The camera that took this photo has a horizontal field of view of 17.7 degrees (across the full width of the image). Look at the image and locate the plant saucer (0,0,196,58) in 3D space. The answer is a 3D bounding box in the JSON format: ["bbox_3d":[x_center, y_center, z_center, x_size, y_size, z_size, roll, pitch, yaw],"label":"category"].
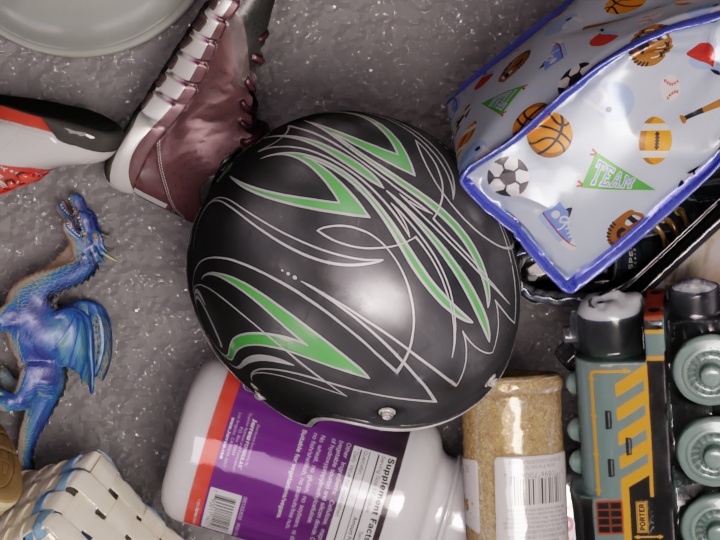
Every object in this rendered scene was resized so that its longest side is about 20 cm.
[{"bbox_3d":[-0.188,-0.237,1.504,0.200,0.050,0.200,0,98,3],"label":"plant saucer"}]

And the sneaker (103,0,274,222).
[{"bbox_3d":[-0.072,-0.113,1.512,0.116,0.076,0.200,33,109,-7],"label":"sneaker"}]

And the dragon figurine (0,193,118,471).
[{"bbox_3d":[-0.198,0.052,1.541,0.099,0.059,0.200,-8,98,4],"label":"dragon figurine"}]

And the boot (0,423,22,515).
[{"bbox_3d":[-0.318,0.132,1.519,0.155,0.073,0.200,-51,58,10],"label":"boot"}]

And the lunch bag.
[{"bbox_3d":[0.162,-0.104,1.385,0.200,0.170,0.124,-42,108,12],"label":"lunch bag"}]

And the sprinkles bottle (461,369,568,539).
[{"bbox_3d":[0.098,0.164,1.457,0.068,0.068,0.200,-2,92,3],"label":"sprinkles bottle"}]

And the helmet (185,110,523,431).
[{"bbox_3d":[0.000,0.000,1.417,0.200,0.191,0.200,2,85,-32],"label":"helmet"}]

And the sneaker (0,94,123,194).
[{"bbox_3d":[-0.251,-0.061,1.513,0.201,0.067,0.108,10,100,16],"label":"sneaker"}]

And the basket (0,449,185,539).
[{"bbox_3d":[-0.203,0.222,1.533,0.200,0.139,0.176,-33,106,32],"label":"basket"}]

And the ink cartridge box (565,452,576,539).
[{"bbox_3d":[0.211,0.194,1.530,0.200,0.088,0.145,-3,97,2],"label":"ink cartridge box"}]

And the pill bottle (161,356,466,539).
[{"bbox_3d":[-0.023,0.134,1.519,0.200,0.112,0.112,16,99,0],"label":"pill bottle"}]

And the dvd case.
[{"bbox_3d":[0.232,0.017,1.491,0.200,0.018,0.143,-43,139,8],"label":"dvd case"}]

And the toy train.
[{"bbox_3d":[0.184,0.102,1.427,0.114,0.085,0.200,-3,109,9],"label":"toy train"}]

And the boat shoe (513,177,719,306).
[{"bbox_3d":[0.192,-0.013,1.495,0.200,0.091,0.071,-13,93,5],"label":"boat shoe"}]
